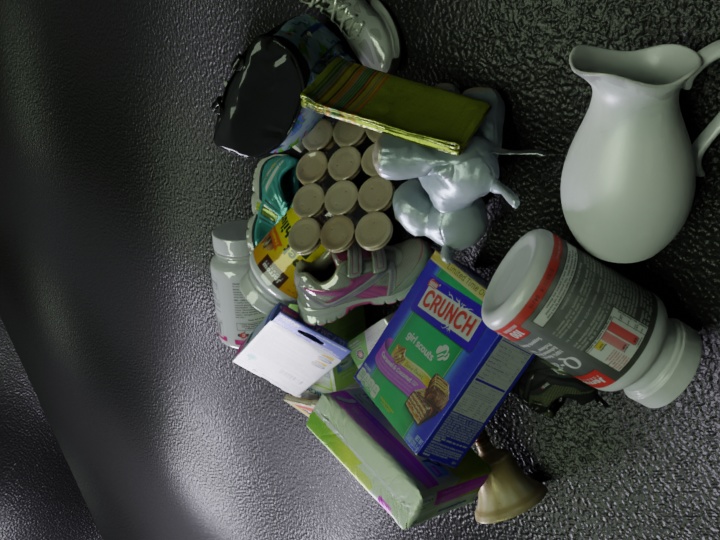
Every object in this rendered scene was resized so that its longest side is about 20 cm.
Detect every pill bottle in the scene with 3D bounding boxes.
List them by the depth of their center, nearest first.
[{"bbox_3d":[0.235,0.052,0.752,0.200,0.116,0.116,30,136,-6],"label":"pill bottle"},{"bbox_3d":[-0.083,-0.028,1.056,0.200,0.109,0.109,-46,72,19],"label":"pill bottle"},{"bbox_3d":[-0.194,0.023,1.254,0.113,0.113,0.200,22,124,39],"label":"pill bottle"}]

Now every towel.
[{"bbox_3d":[0.037,-0.187,0.816,0.200,0.086,0.018,22,150,21],"label":"towel"}]

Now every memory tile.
[{"bbox_3d":[-0.020,-0.116,0.964,0.153,0.017,0.200,-4,69,27],"label":"memory tile"}]

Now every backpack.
[{"bbox_3d":[-0.088,-0.243,0.939,0.154,0.200,0.163,23,125,-15],"label":"backpack"}]

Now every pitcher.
[{"bbox_3d":[0.275,-0.112,0.684,0.121,0.171,0.200,-94,-5,-52],"label":"pitcher"}]

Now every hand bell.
[{"bbox_3d":[0.158,0.221,0.983,0.104,0.104,0.200,-28,87,50],"label":"hand bell"}]

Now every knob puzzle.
[{"bbox_3d":[-0.011,0.263,1.156,0.219,0.030,0.220,25,158,11],"label":"knob puzzle"}]

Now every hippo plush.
[{"bbox_3d":[0.114,-0.110,0.862,0.200,0.159,0.161,21,149,21],"label":"hippo plush"}]

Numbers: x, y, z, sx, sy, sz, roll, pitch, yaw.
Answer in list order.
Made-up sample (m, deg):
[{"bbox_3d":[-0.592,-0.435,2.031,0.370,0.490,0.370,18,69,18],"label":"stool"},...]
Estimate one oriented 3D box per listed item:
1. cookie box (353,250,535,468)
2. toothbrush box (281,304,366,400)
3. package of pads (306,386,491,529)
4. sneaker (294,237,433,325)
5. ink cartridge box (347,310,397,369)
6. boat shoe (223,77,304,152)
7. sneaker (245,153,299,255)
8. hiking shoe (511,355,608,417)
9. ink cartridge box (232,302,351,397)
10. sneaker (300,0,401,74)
[{"bbox_3d":[0.104,0.103,0.896,0.200,0.075,0.171,-57,37,8],"label":"cookie box"},{"bbox_3d":[-0.066,0.109,1.182,0.145,0.086,0.200,15,121,43],"label":"toothbrush box"},{"bbox_3d":[0.051,0.226,0.944,0.200,0.154,0.068,40,116,36],"label":"package of pads"},{"bbox_3d":[0.000,0.000,0.979,0.081,0.200,0.088,-114,2,-49],"label":"sneaker"},{"bbox_3d":[0.076,0.163,1.068,0.117,0.067,0.200,-38,79,49],"label":"ink cartridge box"},{"bbox_3d":[-0.132,-0.249,1.109,0.062,0.073,0.200,-49,56,2],"label":"boat shoe"},{"bbox_3d":[-0.126,-0.080,1.136,0.080,0.077,0.200,1,91,35],"label":"sneaker"},{"bbox_3d":[0.204,0.139,0.912,0.200,0.076,0.101,-11,103,53],"label":"hiking shoe"},{"bbox_3d":[-0.100,0.114,1.079,0.119,0.042,0.200,31,145,-12],"label":"ink cartridge box"},{"bbox_3d":[-0.036,-0.320,0.909,0.076,0.115,0.201,-32,85,50],"label":"sneaker"}]
